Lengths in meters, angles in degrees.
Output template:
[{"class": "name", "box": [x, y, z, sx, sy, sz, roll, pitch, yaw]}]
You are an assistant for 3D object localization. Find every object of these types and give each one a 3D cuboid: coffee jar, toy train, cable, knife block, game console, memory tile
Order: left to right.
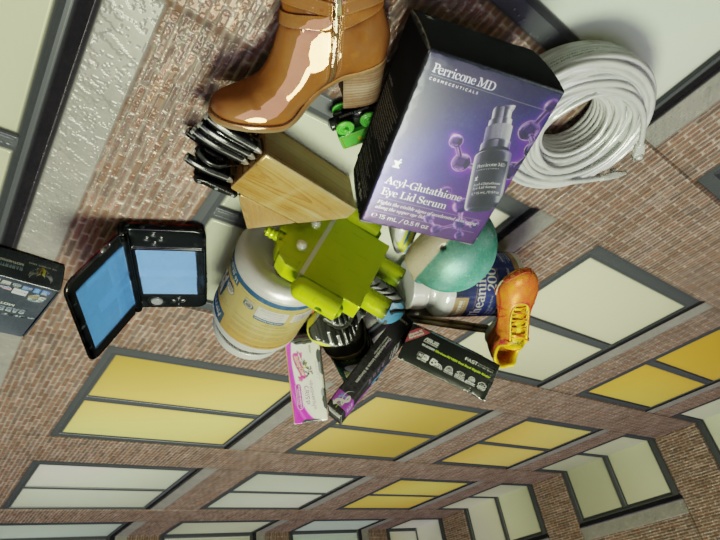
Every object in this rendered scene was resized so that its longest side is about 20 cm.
[{"class": "game console", "box": [-0.317, 0.036, 0.768, 0.170, 0.120, 0.201, 1, 144, -15]}, {"class": "knife block", "box": [-0.106, -0.135, 0.633, 0.198, 0.065, 0.176, -6, 145, -6]}, {"class": "coffee jar", "box": [-0.021, 0.147, 1.009, 0.084, 0.105, 0.201, -12, 144, 6]}, {"class": "toy train", "box": [0.058, -0.196, 0.615, 0.198, 0.042, 0.056, -17, 154, 8]}, {"class": "memory tile", "box": [0.134, 0.095, 0.960, 0.152, 0.017, 0.199, 11, 175, -28]}, {"class": "cable", "box": [0.265, -0.190, 0.651, 0.198, 0.070, 0.201, -11, 144, 2]}]

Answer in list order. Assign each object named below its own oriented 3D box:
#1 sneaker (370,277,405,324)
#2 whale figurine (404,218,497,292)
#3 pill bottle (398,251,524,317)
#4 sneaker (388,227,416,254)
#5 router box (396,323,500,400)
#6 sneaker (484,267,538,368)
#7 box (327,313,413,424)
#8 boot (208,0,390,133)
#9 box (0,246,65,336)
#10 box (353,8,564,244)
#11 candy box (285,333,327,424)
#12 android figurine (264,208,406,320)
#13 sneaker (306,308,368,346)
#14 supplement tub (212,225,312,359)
[{"class": "sneaker", "box": [0.000, 0.000, 0.838, 0.073, 0.082, 0.201, -30, 120, 1]}, {"class": "whale figurine", "box": [0.141, -0.031, 0.744, 0.159, 0.104, 0.200, -49, 172, 15]}, {"class": "pill bottle", "box": [0.170, 0.023, 0.881, 0.198, 0.112, 0.111, 0, 144, -15]}, {"class": "sneaker", "box": [0.094, -0.099, 0.726, 0.104, 0.076, 0.201, -7, 144, -6]}, {"class": "router box", "box": [0.146, 0.149, 0.886, 0.149, 0.063, 0.200, 26, 178, 9]}, {"class": "sneaker", "box": [0.249, 0.078, 0.823, 0.072, 0.078, 0.201, -8, 133, -5]}, {"class": "box", "box": [0.017, 0.174, 0.907, 0.200, 0.036, 0.143, -51, 168, -18]}, {"class": "boot", "box": [-0.065, -0.223, 0.508, 0.198, 0.077, 0.156, -10, 146, -6]}, {"class": "box", "box": [-0.559, 0.020, 0.741, 0.157, 0.051, 0.199, -34, 139, 31]}, {"class": "box", "box": [0.091, -0.145, 0.559, 0.146, 0.105, 0.201, 9, 132, -15]}, {"class": "candy box", "box": [-0.097, 0.189, 0.948, 0.060, 0.138, 0.200, -7, 176, -6]}, {"class": "android figurine", "box": [-0.036, -0.019, 0.714, 0.199, 0.183, 0.041, 33, 141, -3]}, {"class": "sneaker", "box": [-0.050, 0.074, 0.860, 0.089, 0.079, 0.200, -9, -169, 22]}, {"class": "supplement tub", "box": [-0.142, 0.035, 0.788, 0.143, 0.146, 0.200, 9, 140, -26]}]
